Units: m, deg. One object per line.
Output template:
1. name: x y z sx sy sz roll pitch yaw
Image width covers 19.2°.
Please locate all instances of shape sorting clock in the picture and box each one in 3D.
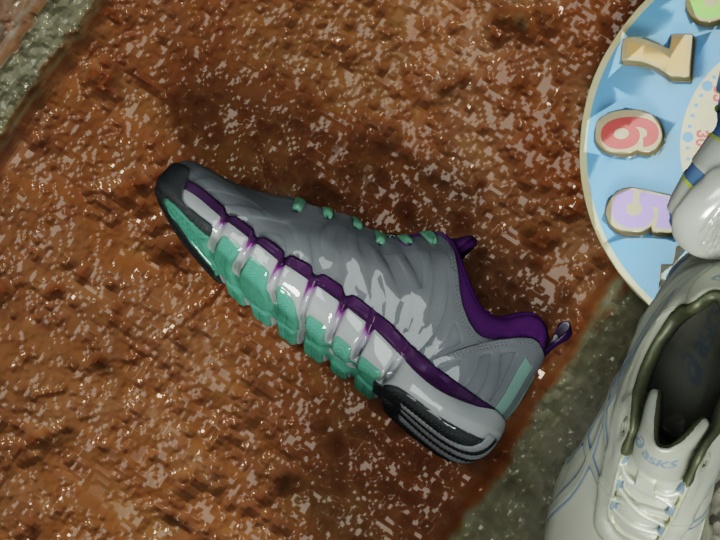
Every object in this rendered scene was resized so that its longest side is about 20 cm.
1. shape sorting clock: 0.199 -0.058 0.976 0.200 0.039 0.200 -2 80 10

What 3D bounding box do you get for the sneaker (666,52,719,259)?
1. sneaker: 0.184 -0.092 0.935 0.200 0.076 0.105 -41 57 -17

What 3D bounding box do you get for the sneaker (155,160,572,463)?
1. sneaker: 0.000 0.000 0.996 0.200 0.074 0.088 39 75 5

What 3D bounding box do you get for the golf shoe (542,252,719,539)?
1. golf shoe: 0.123 0.085 0.928 0.078 0.097 0.200 19 98 14
